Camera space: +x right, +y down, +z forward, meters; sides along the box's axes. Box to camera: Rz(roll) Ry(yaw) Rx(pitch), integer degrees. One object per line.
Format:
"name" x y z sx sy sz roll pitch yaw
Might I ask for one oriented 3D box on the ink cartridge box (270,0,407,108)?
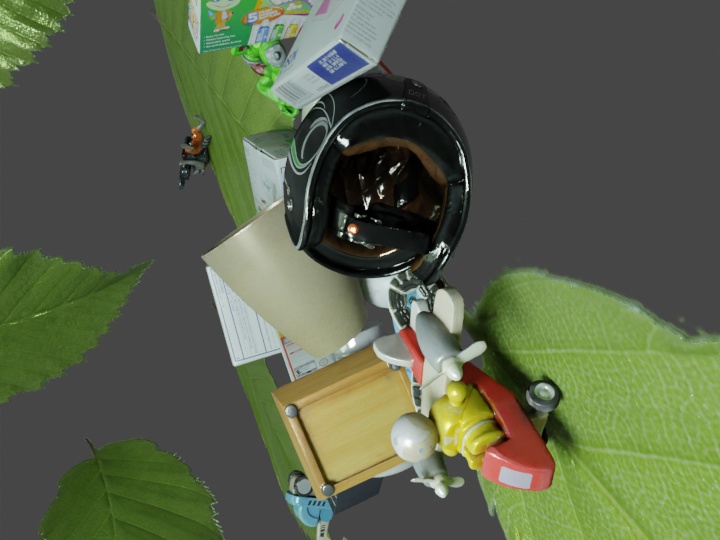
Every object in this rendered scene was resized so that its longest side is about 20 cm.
"ink cartridge box" 0.003 -0.249 0.539 0.203 0.043 0.196 -66 22 -6

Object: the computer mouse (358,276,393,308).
"computer mouse" 0.000 0.000 0.921 0.200 0.043 0.112 -143 42 -59

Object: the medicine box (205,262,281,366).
"medicine box" -0.163 0.050 1.153 0.103 0.196 0.186 -148 43 -76

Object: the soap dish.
"soap dish" 0.001 0.194 0.820 0.081 0.197 0.160 -103 -11 -88

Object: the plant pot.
"plant pot" -0.081 0.010 0.845 0.202 0.186 0.187 57 163 -11

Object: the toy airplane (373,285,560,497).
"toy airplane" 0.077 0.125 0.615 0.198 0.140 0.203 -24 95 59

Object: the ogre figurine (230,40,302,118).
"ogre figurine" -0.154 -0.346 0.988 0.120 0.096 0.204 93 166 -68

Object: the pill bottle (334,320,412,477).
"pill bottle" 0.019 0.182 0.917 0.111 0.109 0.204 172 81 -70

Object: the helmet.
"helmet" 0.015 -0.082 0.606 0.191 0.196 0.204 -117 15 -75

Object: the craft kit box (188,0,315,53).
"craft kit box" -0.079 -0.319 0.653 0.049 0.196 0.198 66 160 14

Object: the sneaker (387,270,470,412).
"sneaker" 0.086 0.098 0.762 0.090 0.077 0.204 92 164 -87

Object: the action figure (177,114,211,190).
"action figure" -0.505 -0.346 1.933 0.194 0.102 0.204 110 164 -66

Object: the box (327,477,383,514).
"box" -0.037 0.325 1.195 0.183 0.102 0.202 58 155 34

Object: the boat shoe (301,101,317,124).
"boat shoe" -0.052 -0.182 0.885 0.076 0.060 0.203 -107 21 -51

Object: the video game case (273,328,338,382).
"video game case" -0.081 0.072 1.061 0.017 0.140 0.203 64 -176 -77

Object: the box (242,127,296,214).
"box" -0.119 -0.131 1.061 0.200 0.095 0.180 -142 40 -58

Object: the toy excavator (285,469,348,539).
"toy excavator" -0.105 0.627 1.601 0.100 0.191 0.205 164 116 -70

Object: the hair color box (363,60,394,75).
"hair color box" 0.004 -0.147 0.766 0.112 0.063 0.202 58 154 36
